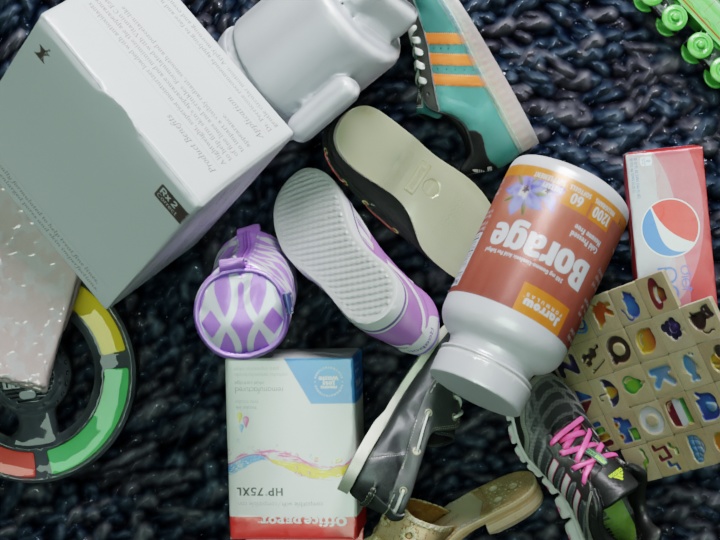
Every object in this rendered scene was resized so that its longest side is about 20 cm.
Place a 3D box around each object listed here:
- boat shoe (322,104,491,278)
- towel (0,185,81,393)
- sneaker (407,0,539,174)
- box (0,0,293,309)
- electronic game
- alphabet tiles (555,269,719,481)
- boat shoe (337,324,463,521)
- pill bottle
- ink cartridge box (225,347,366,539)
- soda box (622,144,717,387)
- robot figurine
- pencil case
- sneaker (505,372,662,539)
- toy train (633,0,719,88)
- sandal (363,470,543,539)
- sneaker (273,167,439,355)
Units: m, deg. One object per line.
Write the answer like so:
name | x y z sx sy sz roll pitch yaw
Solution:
boat shoe | 0.049 -0.064 1.586 0.201 0.063 0.074 43 79 -12
towel | -0.342 -0.001 1.615 0.199 0.032 0.192 11 75 8
sneaker | 0.071 -0.175 1.568 0.080 0.071 0.201 -31 92 3
box | -0.197 -0.112 1.527 0.199 0.131 0.200 50 139 1
electronic game | -0.298 0.091 1.643 0.198 0.042 0.202 0 94 6
alphabet tiles | 0.244 0.092 1.534 0.200 0.006 0.167 -25 91 51
boat shoe | 0.057 0.121 1.568 0.067 0.072 0.201 30 68 7
pill bottle | 0.137 0.014 1.528 0.112 0.112 0.201 25 77 4
ink cartridge box | -0.056 0.172 1.609 0.115 0.067 0.202 -1 95 6
soda box | 0.267 -0.004 1.563 0.069 0.063 0.202 -6 93 7
robot figurine | -0.046 -0.186 1.547 0.200 0.170 0.113 -36 134 25
pencil case | -0.096 0.017 1.539 0.083 0.200 0.086 -17 98 1
sneaker | 0.197 0.170 1.559 0.074 0.087 0.201 -31 98 -30
toy train | 0.312 -0.187 1.558 0.056 0.042 0.200 -42 89 -2
sandal | 0.053 0.215 1.584 0.211 0.078 0.070 -28 112 -5
sneaker | 0.000 0.001 1.583 0.073 0.114 0.201 -41 51 11
